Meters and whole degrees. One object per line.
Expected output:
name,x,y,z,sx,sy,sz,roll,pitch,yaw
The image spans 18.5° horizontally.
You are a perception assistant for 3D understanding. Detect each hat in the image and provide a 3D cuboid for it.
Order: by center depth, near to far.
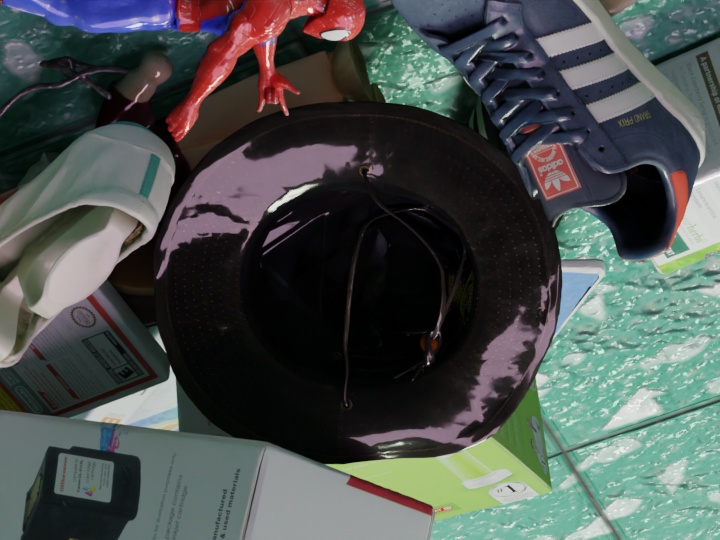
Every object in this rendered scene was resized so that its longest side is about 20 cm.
hat,0.000,0.000,1.099,0.200,0.081,0.201,1,104,4

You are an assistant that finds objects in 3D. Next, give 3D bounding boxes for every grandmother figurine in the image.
grandmother figurine,-0.087,-0.058,1.114,0.200,0.061,0.121,-22,119,10

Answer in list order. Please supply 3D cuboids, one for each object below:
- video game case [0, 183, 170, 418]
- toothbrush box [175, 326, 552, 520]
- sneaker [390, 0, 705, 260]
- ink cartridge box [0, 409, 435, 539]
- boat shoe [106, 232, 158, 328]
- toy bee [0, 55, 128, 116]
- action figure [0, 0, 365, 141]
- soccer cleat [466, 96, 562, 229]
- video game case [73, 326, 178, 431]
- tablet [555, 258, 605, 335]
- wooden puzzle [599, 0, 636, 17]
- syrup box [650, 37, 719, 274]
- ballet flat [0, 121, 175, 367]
video game case,-0.219,0.041,1.146,0.200,0.017,0.143,-21,130,16
toothbrush box,0.004,0.076,1.248,0.145,0.086,0.200,-17,153,20
sneaker,0.085,-0.073,0.998,0.200,0.085,0.075,33,145,-31
ink cartridge box,-0.087,0.133,1.121,0.200,0.083,0.146,3,165,39
boat shoe,-0.149,0.004,1.177,0.200,0.070,0.070,-2,139,-1
toy bee,-0.219,-0.055,1.012,0.200,0.109,0.131,9,-175,4
action figure,-0.098,-0.099,0.996,0.200,0.065,0.099,2,123,1
soccer cleat,0.086,-0.055,1.154,0.067,0.081,0.200,-7,146,-7
video game case,-0.045,0.058,1.330,0.200,0.022,0.182,11,140,-32
tablet,0.028,0.023,1.260,0.200,0.014,0.130,1,152,-17
wooden puzzle,0.147,-0.206,0.935,0.185,0.037,0.200,-36,148,2
syrup box,0.229,-0.082,1.162,0.200,0.082,0.079,-22,147,16
ballet flat,-0.164,0.005,1.059,0.069,0.070,0.200,23,130,-41
